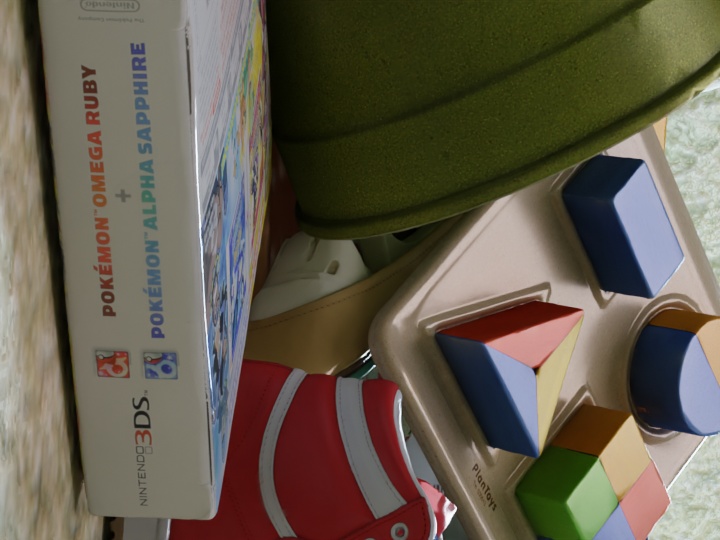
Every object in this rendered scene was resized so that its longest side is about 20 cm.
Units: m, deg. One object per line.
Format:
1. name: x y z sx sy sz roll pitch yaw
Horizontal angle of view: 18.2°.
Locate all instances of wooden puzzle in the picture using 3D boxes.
1. wooden puzzle: 0.099 0.035 0.928 0.200 0.046 0.186 -51 129 -32

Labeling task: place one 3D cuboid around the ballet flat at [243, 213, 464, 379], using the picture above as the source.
1. ballet flat: 0.000 0.000 0.905 0.200 0.068 0.063 -33 104 -45

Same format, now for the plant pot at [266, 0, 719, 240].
1. plant pot: 0.025 -0.145 0.858 0.200 0.200 0.193 -80 146 -72

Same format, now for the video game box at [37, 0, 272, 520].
1. video game box: -0.058 -0.055 0.702 0.200 0.047 0.183 -84 173 -56

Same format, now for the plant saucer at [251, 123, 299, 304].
1. plant saucer: -0.049 -0.024 0.992 0.200 0.037 0.201 1 90 -88

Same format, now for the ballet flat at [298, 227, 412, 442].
1. ballet flat: 0.000 -0.012 0.986 0.076 0.064 0.201 74 17 -79

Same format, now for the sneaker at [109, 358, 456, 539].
1. sneaker: -0.025 0.127 0.737 0.071 0.112 0.201 73 18 -80

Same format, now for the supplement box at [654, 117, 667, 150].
1. supplement box: 0.041 -0.045 1.088 0.200 0.109 0.109 25 -60 50

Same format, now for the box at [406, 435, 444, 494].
1. box: 0.028 0.095 1.140 0.200 0.152 0.107 -114 -156 -74

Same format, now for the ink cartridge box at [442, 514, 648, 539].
1. ink cartridge box: 0.030 0.157 0.995 0.039 0.199 0.100 -91 180 -73

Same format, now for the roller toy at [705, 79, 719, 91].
1. roller toy: 0.149 -0.188 1.121 0.140 0.182 0.201 -80 169 -69
